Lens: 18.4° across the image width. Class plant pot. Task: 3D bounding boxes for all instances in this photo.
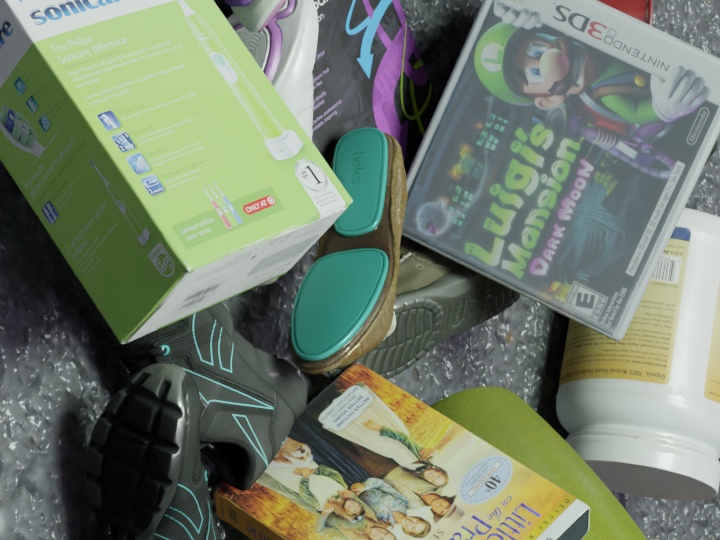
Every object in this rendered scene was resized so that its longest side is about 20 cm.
[{"bbox_3d":[0.102,0.186,1.514,0.186,0.187,0.201,22,35,-45],"label":"plant pot"}]

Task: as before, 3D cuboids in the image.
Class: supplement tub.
[{"bbox_3d":[0.227,0.064,1.697,0.144,0.144,0.202,27,69,-44],"label":"supplement tub"}]

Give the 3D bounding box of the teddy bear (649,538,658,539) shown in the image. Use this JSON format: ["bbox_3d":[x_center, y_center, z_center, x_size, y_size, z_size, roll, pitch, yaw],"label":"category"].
[{"bbox_3d":[0.216,0.298,1.730,0.199,0.066,0.146,-22,102,-47],"label":"teddy bear"}]

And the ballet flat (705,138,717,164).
[{"bbox_3d":[0.198,-0.065,1.588,0.068,0.200,0.069,24,76,-1],"label":"ballet flat"}]

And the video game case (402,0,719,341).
[{"bbox_3d":[0.136,-0.081,1.495,0.201,0.181,0.023,-66,170,13],"label":"video game case"}]

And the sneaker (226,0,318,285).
[{"bbox_3d":[-0.064,-0.085,1.432,0.099,0.074,0.202,16,91,-53],"label":"sneaker"}]

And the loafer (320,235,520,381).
[{"bbox_3d":[0.032,0.017,1.547,0.199,0.070,0.076,-21,140,-37],"label":"loafer"}]

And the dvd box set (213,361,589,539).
[{"bbox_3d":[0.026,0.154,1.417,0.146,0.199,0.030,-40,145,-30],"label":"dvd box set"}]

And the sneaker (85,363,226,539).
[{"bbox_3d":[-0.121,0.150,1.338,0.079,0.075,0.202,-7,113,-48],"label":"sneaker"}]

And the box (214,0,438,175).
[{"bbox_3d":[-0.019,-0.144,1.513,0.143,0.036,0.201,-43,118,-41],"label":"box"}]

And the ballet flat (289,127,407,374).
[{"bbox_3d":[0.000,0.000,1.441,0.073,0.067,0.201,62,26,-45],"label":"ballet flat"}]

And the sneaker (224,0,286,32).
[{"bbox_3d":[-0.076,-0.241,1.396,0.088,0.081,0.201,28,38,-20],"label":"sneaker"}]

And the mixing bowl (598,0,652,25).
[{"bbox_3d":[0.127,-0.125,1.589,0.107,0.200,0.202,14,73,-5],"label":"mixing bowl"}]

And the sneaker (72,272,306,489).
[{"bbox_3d":[-0.107,0.061,1.361,0.200,0.075,0.080,42,62,-37],"label":"sneaker"}]

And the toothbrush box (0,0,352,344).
[{"bbox_3d":[-0.124,-0.079,1.290,0.145,0.086,0.201,-25,77,-46],"label":"toothbrush box"}]
